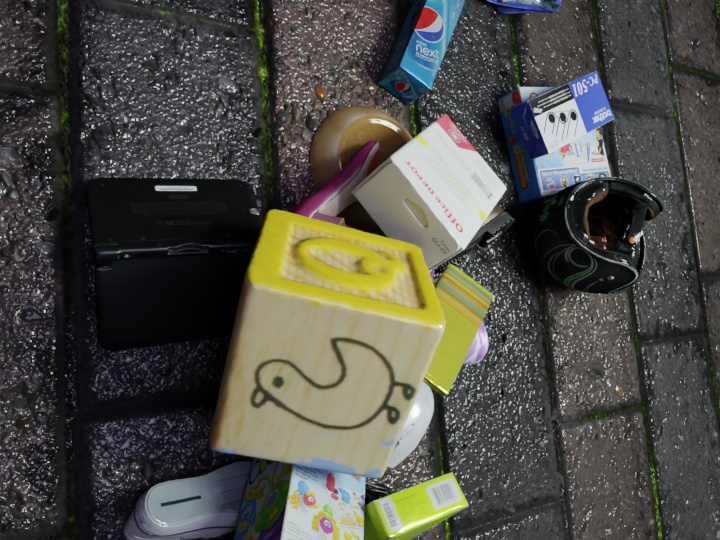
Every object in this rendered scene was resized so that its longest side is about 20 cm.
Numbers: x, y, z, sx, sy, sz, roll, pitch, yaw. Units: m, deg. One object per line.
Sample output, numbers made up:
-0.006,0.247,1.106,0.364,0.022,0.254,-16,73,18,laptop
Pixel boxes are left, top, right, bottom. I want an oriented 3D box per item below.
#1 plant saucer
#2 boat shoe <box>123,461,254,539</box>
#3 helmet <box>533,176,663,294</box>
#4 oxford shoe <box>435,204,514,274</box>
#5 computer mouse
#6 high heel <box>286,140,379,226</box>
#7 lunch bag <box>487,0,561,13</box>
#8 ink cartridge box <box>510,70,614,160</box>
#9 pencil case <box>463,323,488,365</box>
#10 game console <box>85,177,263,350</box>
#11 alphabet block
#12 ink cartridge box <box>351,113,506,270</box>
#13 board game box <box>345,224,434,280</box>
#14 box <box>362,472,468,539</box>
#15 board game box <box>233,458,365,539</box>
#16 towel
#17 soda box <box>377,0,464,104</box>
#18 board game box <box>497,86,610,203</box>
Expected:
0.023,-0.158,0.823,0.200,0.035,0.200,4,81,-28,plant saucer
-0.175,0.271,0.638,0.200,0.067,0.074,19,38,-44,boat shoe
0.397,-0.053,0.927,0.200,0.191,0.200,-1,73,3,helmet
0.146,-0.056,0.868,0.200,0.073,0.084,-31,75,-26,oxford shoe
0.047,0.237,0.775,0.110,0.044,0.200,45,65,-15,computer mouse
-0.042,-0.114,0.741,0.096,0.067,0.200,14,53,18,high heel
0.275,-0.567,0.970,0.200,0.127,0.170,13,76,-17,lunch bag
0.356,-0.273,0.953,0.200,0.044,0.094,-29,99,-29,ink cartridge box
0.091,0.100,0.802,0.200,0.084,0.086,5,47,-29,pencil case
-0.224,-0.015,0.677,0.200,0.116,0.176,-5,55,-30,game console
-0.040,0.073,0.601,0.195,0.196,0.200,12,115,-10,alphabet block
0.099,-0.108,0.743,0.145,0.083,0.200,50,41,-5,ink cartridge box
0.000,0.000,0.740,0.200,0.032,0.120,17,63,-4,board game box
0.032,0.325,0.686,0.122,0.200,0.048,-5,54,-34,box
-0.066,0.265,0.617,0.105,0.103,0.200,37,27,-19,board game box
0.121,0.077,0.769,0.086,0.018,0.200,37,50,-1,towel
0.101,-0.373,0.878,0.064,0.068,0.200,28,70,-23,soda box
0.362,-0.234,1.009,0.200,0.056,0.196,-10,87,-30,board game box
